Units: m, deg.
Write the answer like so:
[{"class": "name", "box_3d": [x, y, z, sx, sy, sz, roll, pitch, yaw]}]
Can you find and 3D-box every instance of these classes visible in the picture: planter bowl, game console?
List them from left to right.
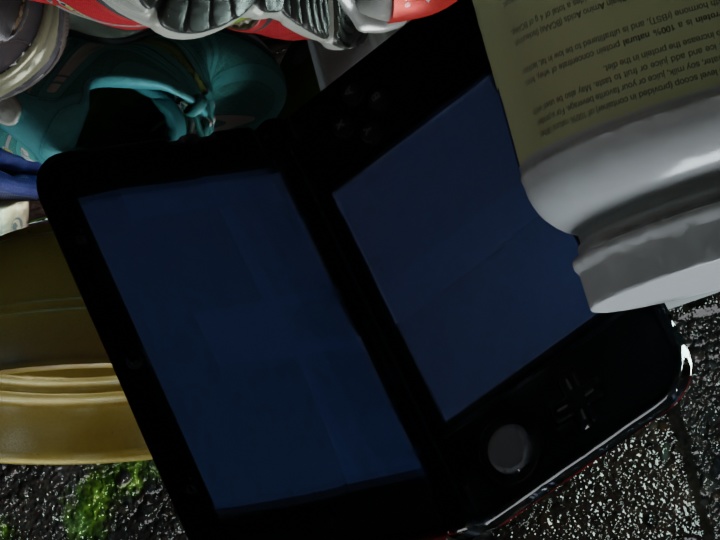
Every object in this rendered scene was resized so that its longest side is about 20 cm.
[{"class": "planter bowl", "box_3d": [-0.127, 0.028, 1.359, 0.200, 0.084, 0.200, -4, 165, -1]}, {"class": "game console", "box_3d": [0.000, 0.000, 1.145, 0.172, 0.200, 0.119, -37, 153, 22]}]

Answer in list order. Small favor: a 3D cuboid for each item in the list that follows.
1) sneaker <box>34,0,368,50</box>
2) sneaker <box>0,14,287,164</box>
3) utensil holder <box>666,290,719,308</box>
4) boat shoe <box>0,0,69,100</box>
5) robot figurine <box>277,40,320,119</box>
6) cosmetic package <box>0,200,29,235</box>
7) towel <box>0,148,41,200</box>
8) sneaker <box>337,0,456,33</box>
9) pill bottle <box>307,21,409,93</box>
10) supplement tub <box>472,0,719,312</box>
[{"class": "sneaker", "box_3d": [-0.059, -0.123, 1.118, 0.085, 0.077, 0.200, 4, -177, 31]}, {"class": "sneaker", "box_3d": [-0.094, -0.066, 1.268, 0.200, 0.080, 0.078, -6, 126, -56]}, {"class": "utensil holder", "box_3d": [0.131, -0.049, 1.649, 0.200, 0.170, 0.170, -17, 173, 9]}, {"class": "boat shoe", "box_3d": [-0.207, -0.079, 1.120, 0.200, 0.075, 0.073, -26, 159, 19]}, {"class": "robot figurine", "box_3d": [0.048, -0.080, 1.420, 0.200, 0.116, 0.175, -15, -175, 0]}, {"class": "cosmetic package", "box_3d": [-0.253, 0.008, 1.382, 0.103, 0.087, 0.200, 13, -165, 26]}, {"class": "towel", "box_3d": [-0.238, -0.044, 1.251, 0.200, 0.024, 0.147, 0, 178, 17]}, {"class": "sneaker", "box_3d": [0.021, -0.137, 0.997, 0.070, 0.094, 0.200, -13, 173, -16]}, {"class": "pill bottle", "box_3d": [0.078, -0.109, 1.274, 0.200, 0.113, 0.112, -15, 173, -1]}, {"class": "supplement tub", "box_3d": [0.115, -0.097, 1.081, 0.145, 0.200, 0.145, -15, 173, -2]}]
